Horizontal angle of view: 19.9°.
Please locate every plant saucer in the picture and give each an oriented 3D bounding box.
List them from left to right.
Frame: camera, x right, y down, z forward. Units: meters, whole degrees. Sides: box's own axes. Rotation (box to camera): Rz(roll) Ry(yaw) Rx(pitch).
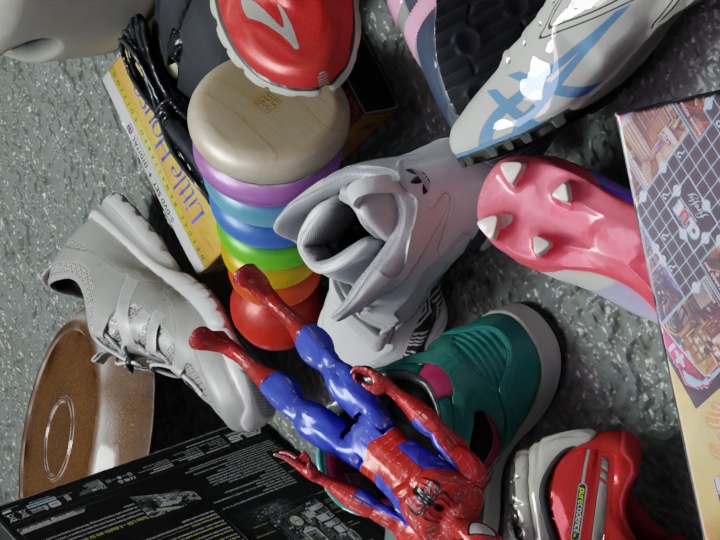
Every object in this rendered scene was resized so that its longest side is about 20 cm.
[{"bbox_3d":[-0.184,0.111,1.337,0.200,0.032,0.201,-33,52,57],"label":"plant saucer"}]

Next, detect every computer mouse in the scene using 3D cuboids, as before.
[{"bbox_3d":[-0.080,-0.137,1.138,0.139,0.053,0.200,57,136,21],"label":"computer mouse"}]

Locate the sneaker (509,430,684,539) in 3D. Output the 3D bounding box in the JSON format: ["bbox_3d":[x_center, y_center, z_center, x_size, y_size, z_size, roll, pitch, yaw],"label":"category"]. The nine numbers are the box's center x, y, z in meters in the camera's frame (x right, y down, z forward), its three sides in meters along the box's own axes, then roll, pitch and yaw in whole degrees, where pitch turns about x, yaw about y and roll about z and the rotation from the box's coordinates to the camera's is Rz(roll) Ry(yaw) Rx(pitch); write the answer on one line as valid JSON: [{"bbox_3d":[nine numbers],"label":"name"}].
[{"bbox_3d":[0.138,0.172,1.011,0.085,0.077,0.200,-18,103,13],"label":"sneaker"}]

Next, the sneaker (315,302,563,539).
[{"bbox_3d":[0.026,0.112,1.090,0.084,0.121,0.200,43,132,31],"label":"sneaker"}]

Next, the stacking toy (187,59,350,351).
[{"bbox_3d":[-0.051,-0.027,1.141,0.085,0.085,0.200,48,155,28],"label":"stacking toy"}]

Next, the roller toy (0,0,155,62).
[{"bbox_3d":[-0.211,-0.218,1.234,0.183,0.139,0.200,52,134,29],"label":"roller toy"}]

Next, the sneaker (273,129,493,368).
[{"bbox_3d":[0.000,0.000,1.088,0.075,0.115,0.200,57,137,20],"label":"sneaker"}]

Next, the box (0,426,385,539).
[{"bbox_3d":[-0.096,0.188,1.193,0.164,0.200,0.086,38,129,35],"label":"box"}]

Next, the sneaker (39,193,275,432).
[{"bbox_3d":[-0.122,0.041,1.250,0.200,0.082,0.075,45,172,39],"label":"sneaker"}]

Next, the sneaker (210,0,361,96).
[{"bbox_3d":[-0.048,-0.185,1.031,0.085,0.077,0.201,79,180,-76],"label":"sneaker"}]

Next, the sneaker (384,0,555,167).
[{"bbox_3d":[0.043,-0.143,1.046,0.082,0.070,0.201,155,96,-72],"label":"sneaker"}]

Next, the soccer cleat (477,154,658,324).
[{"bbox_3d":[0.147,0.000,0.970,0.200,0.076,0.067,27,102,21],"label":"soccer cleat"}]

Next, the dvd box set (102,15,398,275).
[{"bbox_3d":[-0.070,-0.105,1.201,0.200,0.029,0.147,-39,72,47],"label":"dvd box set"}]

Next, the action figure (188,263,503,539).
[{"bbox_3d":[-0.003,0.078,1.015,0.200,0.052,0.065,40,95,23],"label":"action figure"}]

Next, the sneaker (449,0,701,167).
[{"bbox_3d":[0.108,-0.120,0.945,0.200,0.072,0.073,-42,82,33],"label":"sneaker"}]

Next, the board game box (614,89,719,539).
[{"bbox_3d":[0.197,0.015,0.885,0.135,0.035,0.201,-10,94,22],"label":"board game box"}]
